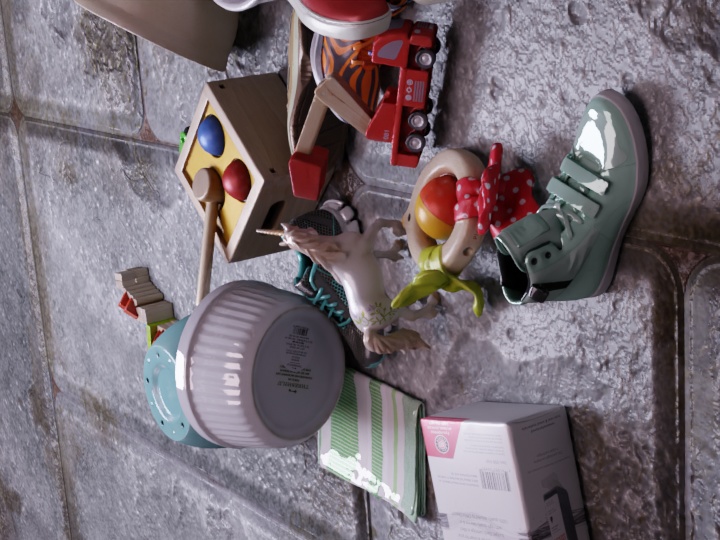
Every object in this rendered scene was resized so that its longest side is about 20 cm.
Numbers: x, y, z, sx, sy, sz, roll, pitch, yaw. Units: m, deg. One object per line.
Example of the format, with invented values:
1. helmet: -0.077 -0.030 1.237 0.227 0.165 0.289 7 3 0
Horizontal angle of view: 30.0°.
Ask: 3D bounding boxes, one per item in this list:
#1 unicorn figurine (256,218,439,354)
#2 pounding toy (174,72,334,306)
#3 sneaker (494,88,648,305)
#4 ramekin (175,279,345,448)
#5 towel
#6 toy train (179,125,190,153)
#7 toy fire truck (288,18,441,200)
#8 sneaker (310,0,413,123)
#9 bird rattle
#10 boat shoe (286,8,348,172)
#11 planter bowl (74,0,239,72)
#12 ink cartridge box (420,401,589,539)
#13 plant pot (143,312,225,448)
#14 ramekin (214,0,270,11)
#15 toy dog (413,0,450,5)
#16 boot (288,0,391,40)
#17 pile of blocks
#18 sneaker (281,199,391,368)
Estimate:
1. unicorn figurine: 0.000 0.000 1.437 0.201 0.137 0.074 60 144 23
2. pounding toy: -0.147 -0.095 1.614 0.185 0.142 0.200 58 142 25
3. sneaker: 0.179 -0.056 1.173 0.074 0.118 0.201 37 129 45
4. ramekin: -0.108 0.114 1.564 0.105 0.200 0.201 5 106 42
5. towel: 0.009 0.198 1.601 0.200 0.023 0.153 22 118 51
6. toy train: -0.183 -0.109 1.755 0.200 0.042 0.057 55 151 28
7. toy fire truck: 0.003 -0.165 1.378 0.140 0.049 0.201 9 119 6
8. sneaker: 0.006 -0.251 1.392 0.112 0.077 0.201 11 110 55
9. bird rattle: 0.090 -0.052 1.330 0.163 0.112 0.201 -116 35 -45
10. boat shoe: -0.053 -0.209 1.516 0.076 0.071 0.201 -149 61 -63
11. planter bowl: -0.228 -0.344 1.621 0.200 0.200 0.135 35 103 44
12. ink cartridge box: 0.150 0.239 1.355 0.145 0.084 0.201 -5 96 56
13. plant pot: -0.183 0.138 1.735 0.200 0.160 0.202 24 121 50
14. ramekin: -0.110 -0.394 1.491 0.200 0.097 0.202 26 122 50
15. toy dog: 0.062 -0.349 1.245 0.193 0.140 0.201 0 106 9
16. boot: -0.037 -0.320 1.303 0.200 0.072 0.145 46 148 42
17. pile of blocks: -0.320 0.072 1.999 0.200 0.062 0.082 48 137 35
18. sneaker: -0.033 0.021 1.536 0.078 0.091 0.201 -36 72 55
